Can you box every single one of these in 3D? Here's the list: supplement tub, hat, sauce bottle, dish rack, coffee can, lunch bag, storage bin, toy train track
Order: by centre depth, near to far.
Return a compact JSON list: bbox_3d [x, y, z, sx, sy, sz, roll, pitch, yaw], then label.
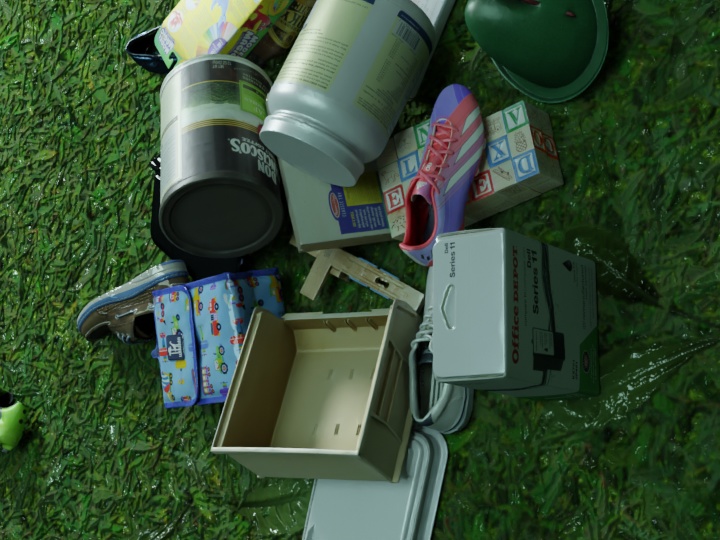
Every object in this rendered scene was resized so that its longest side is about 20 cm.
[{"bbox_3d":[0.134,-0.258,1.378,0.200,0.175,0.166,49,133,23],"label":"hat"},{"bbox_3d":[-0.016,-0.211,1.485,0.144,0.145,0.201,17,76,38],"label":"supplement tub"},{"bbox_3d":[-0.040,0.132,1.488,0.198,0.094,0.200,-5,58,34],"label":"storage bin"},{"bbox_3d":[0.006,0.262,1.495,0.171,0.043,0.202,11,87,39],"label":"dish rack"},{"bbox_3d":[0.000,0.000,1.561,0.199,0.032,0.115,28,92,32],"label":"toy train track"},{"bbox_3d":[-0.170,-0.138,1.588,0.146,0.146,0.201,-31,47,29],"label":"coffee can"},{"bbox_3d":[-0.187,0.088,1.641,0.199,0.094,0.152,-12,86,41],"label":"lunch bag"},{"bbox_3d":[-0.103,-0.321,1.680,0.065,0.064,0.201,47,112,33],"label":"sauce bottle"}]

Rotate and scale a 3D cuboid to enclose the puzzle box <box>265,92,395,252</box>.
[{"bbox_3d":[-0.030,-0.123,1.551,0.025,0.132,0.202,117,143,-64],"label":"puzzle box"}]

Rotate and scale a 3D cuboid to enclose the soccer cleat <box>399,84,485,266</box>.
[{"bbox_3d":[0.085,-0.104,1.407,0.066,0.076,0.202,6,85,38],"label":"soccer cleat"}]

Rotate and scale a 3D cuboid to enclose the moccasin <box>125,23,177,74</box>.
[{"bbox_3d":[-0.233,-0.305,1.772,0.199,0.068,0.081,-18,71,34],"label":"moccasin"}]

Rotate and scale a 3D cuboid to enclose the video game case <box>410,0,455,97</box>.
[{"bbox_3d":[0.036,-0.331,1.600,0.182,0.023,0.202,29,100,37],"label":"video game case"}]

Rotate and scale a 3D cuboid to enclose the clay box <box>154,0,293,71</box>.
[{"bbox_3d":[-0.171,-0.323,1.662,0.200,0.047,0.115,-46,56,23],"label":"clay box"}]

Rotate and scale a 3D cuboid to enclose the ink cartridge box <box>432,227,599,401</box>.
[{"bbox_3d":[0.158,0.048,1.319,0.082,0.199,0.148,-7,77,36],"label":"ink cartridge box"}]

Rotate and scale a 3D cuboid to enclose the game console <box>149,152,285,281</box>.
[{"bbox_3d":[-0.179,-0.082,1.720,0.176,0.117,0.200,-43,54,-13],"label":"game console"}]

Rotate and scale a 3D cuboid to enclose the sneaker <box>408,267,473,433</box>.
[{"bbox_3d":[0.091,0.076,1.447,0.073,0.071,0.202,-8,77,36],"label":"sneaker"}]

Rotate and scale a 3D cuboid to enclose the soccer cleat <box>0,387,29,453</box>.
[{"bbox_3d":[-0.555,0.204,1.933,0.199,0.067,0.082,15,73,37],"label":"soccer cleat"}]

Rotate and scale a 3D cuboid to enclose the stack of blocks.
[{"bbox_3d":[0.118,-0.118,1.471,0.199,0.058,0.116,-23,68,33],"label":"stack of blocks"}]

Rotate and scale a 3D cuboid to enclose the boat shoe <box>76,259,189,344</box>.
[{"bbox_3d":[-0.302,0.058,1.754,0.199,0.072,0.073,-31,73,34],"label":"boat shoe"}]
